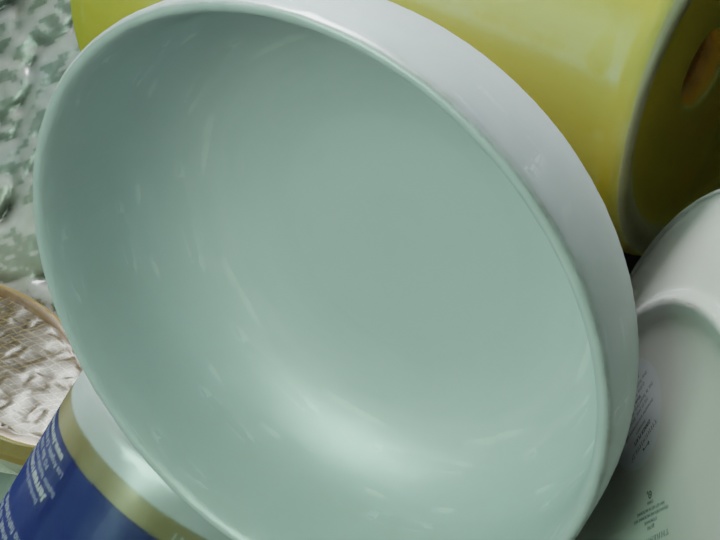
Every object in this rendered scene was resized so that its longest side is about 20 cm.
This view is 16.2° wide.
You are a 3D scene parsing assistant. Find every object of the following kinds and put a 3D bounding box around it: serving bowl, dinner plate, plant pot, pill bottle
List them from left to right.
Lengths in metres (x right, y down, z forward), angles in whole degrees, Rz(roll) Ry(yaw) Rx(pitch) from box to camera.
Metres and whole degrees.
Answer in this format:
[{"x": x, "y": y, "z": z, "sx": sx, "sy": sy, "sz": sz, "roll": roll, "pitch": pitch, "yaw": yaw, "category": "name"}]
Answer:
[{"x": -0.093, "y": 0.135, "z": 0.879, "sx": 0.111, "sy": 0.111, "sz": 0.200, "roll": 46, "pitch": 112, "yaw": 37, "category": "pill bottle"}, {"x": 0.000, "y": 0.000, "z": 0.746, "sx": 0.200, "sy": 0.066, "sz": 0.200, "roll": 20, "pitch": 128, "yaw": 27, "category": "serving bowl"}, {"x": 0.040, "y": -0.101, "z": 0.817, "sx": 0.189, "sy": 0.201, "sz": 0.201, "roll": 28, "pitch": 100, "yaw": 26, "category": "plant pot"}, {"x": 0.090, "y": 0.074, "z": 0.707, "sx": 0.200, "sy": 0.024, "sz": 0.200, "roll": -171, "pitch": 90, "yaw": -71, "category": "dinner plate"}]

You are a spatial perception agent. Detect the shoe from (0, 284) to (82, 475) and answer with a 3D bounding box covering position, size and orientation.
[{"x": -0.174, "y": 0.038, "z": 1.062, "sx": 0.200, "sy": 0.070, "sz": 0.053, "roll": 30, "pitch": 144, "yaw": 37, "category": "shoe"}]
